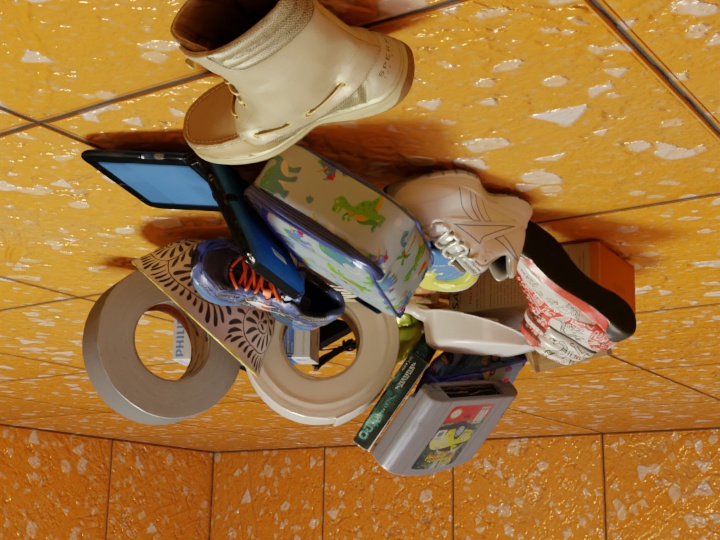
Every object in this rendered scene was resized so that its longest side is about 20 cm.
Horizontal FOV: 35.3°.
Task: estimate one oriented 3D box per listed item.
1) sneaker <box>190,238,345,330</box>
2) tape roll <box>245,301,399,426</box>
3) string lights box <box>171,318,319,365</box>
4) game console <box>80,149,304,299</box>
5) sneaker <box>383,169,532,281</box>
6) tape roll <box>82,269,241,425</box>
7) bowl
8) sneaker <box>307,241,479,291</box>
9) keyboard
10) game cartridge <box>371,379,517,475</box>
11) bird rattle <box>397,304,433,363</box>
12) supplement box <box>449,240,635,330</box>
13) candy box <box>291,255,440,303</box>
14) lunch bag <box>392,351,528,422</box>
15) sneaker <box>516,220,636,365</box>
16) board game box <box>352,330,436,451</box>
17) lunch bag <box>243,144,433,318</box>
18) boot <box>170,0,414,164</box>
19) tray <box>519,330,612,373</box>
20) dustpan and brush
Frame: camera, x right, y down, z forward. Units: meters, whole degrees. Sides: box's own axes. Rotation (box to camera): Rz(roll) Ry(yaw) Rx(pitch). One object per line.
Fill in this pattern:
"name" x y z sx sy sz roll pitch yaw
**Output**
"sneaker" -0.096 0.012 1.229 0.199 0.076 0.078 19 164 -37
"tape roll" -0.051 0.093 1.434 0.201 0.204 0.071 2 165 -4
"string lights box" -0.159 0.079 1.584 0.198 0.104 0.059 -2 167 10
"game console" -0.154 -0.041 1.087 0.118 0.172 0.200 -27 166 4
"sneaker" 0.102 -0.044 1.118 0.199 0.088 0.074 15 162 -40
"tape roll" -0.254 0.096 1.465 0.199 0.202 0.066 9 162 -30
"bowl" -0.163 0.023 1.321 0.200 0.094 0.201 41 174 5
"sneaker" 0.037 -0.031 1.247 0.198 0.076 0.105 1 147 1
"keyboard" -0.077 0.116 1.656 0.126 0.021 0.199 11 -154 39
"game cartridge" 0.106 0.198 1.418 0.199 0.041 0.133 3 129 -50
"bird rattle" 0.101 0.073 1.636 0.198 0.114 0.163 -7 -179 -22
"supplement box" 0.224 0.023 1.395 0.199 0.074 0.126 -8 162 31
"candy box" 0.000 0.000 1.361 0.198 0.056 0.116 1 164 -1
"lunch bag" 0.106 0.166 1.482 0.199 0.094 0.151 -20 145 -48
"sneaker" 0.203 0.031 1.265 0.201 0.068 0.108 37 133 -18
"board game box" 0.053 0.143 1.439 0.028 0.136 0.200 34 -168 4
"lunch bag" -0.019 -0.037 1.067 0.160 0.083 0.200 33 173 16
"boot" -0.083 -0.139 0.787 0.199 0.073 0.155 -11 162 34
"tray" 0.257 0.079 1.487 0.098 0.037 0.200 -14 -169 2
"dustpan and brush" 0.099 0.064 1.361 0.198 0.058 0.140 6 170 -12
